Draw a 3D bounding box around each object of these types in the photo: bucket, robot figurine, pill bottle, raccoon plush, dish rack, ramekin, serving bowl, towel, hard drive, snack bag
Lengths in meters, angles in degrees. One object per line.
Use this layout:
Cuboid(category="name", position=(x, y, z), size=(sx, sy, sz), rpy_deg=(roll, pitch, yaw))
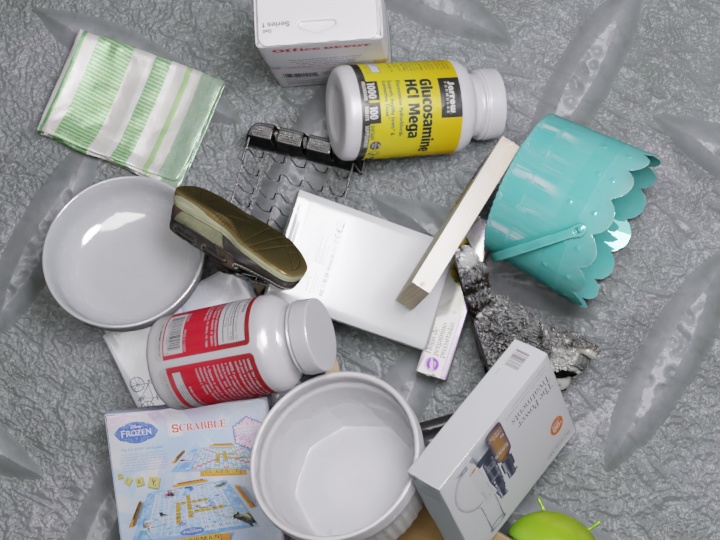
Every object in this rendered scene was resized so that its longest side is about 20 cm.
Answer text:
Cuboid(category="bucket", position=(0.240, -0.072, 1.609), size=(0.134, 0.207, 0.208), rpy_deg=(28, 87, 17))
Cuboid(category="robot figurine", position=(0.204, 0.367, 1.607), size=(0.175, 0.116, 0.201), rpy_deg=(20, 86, 18))
Cuboid(category="pill bottle", position=(0.066, -0.192, 1.661), size=(0.199, 0.112, 0.113), rpy_deg=(-6, 84, -15))
Cuboid(category="raccoon plush", position=(0.197, 0.054, 1.624), size=(0.134, 0.097, 0.201), rpy_deg=(-17, 118, 0))
Cuboid(category="dish rack", position=(-0.088, -0.075, 1.698), size=(0.153, 0.055, 0.201), rpy_deg=(14, 81, 4))
Cuboid(category="ramekin", position=(-0.015, 0.225, 1.588), size=(0.199, 0.105, 0.201), rpy_deg=(-8, 61, 15))
Cuboid(category="serving bowl", position=(-0.280, -0.012, 1.702), size=(0.199, 0.066, 0.201), rpy_deg=(-2, 65, 5))
Cuboid(category="towel", position=(-0.289, -0.203, 1.755), size=(0.199, 0.023, 0.153), rpy_deg=(22, 86, 7))
Cuboid(category="hard drive", position=(0.000, 0.000, 1.655), size=(0.199, 0.026, 0.132), rpy_deg=(19, 81, -11))
Cuboid(category="pill bottle", position=(-0.135, 0.090, 1.606), size=(0.199, 0.112, 0.113), rpy_deg=(-12, 83, 20))
Cuboid(category="snack bag", position=(-0.190, 0.112, 1.716), size=(0.199, 0.021, 0.189), rpy_deg=(-27, 82, 2))

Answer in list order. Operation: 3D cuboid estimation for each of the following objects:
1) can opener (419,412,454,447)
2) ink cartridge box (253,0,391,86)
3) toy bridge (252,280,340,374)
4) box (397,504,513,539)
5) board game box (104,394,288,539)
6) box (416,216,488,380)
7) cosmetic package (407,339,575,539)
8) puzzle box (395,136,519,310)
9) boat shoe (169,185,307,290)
Cuboid(category="can opener", position=(0.057, 0.224, 1.677), size=(0.199, 0.053, 0.067), rpy_deg=(-16, 115, 3))
Cuboid(category="ink cartridge box", position=(-0.040, -0.282, 1.651), size=(0.144, 0.200, 0.084), rpy_deg=(-4, 84, 4))
Cuboid(category="toy bridge", position=(-0.062, 0.084, 1.683), size=(0.027, 0.067, 0.200), rpy_deg=(-26, 80, -29))
Cuboid(category="box", position=(0.072, 0.364, 1.623), size=(0.163, 0.021, 0.200), rpy_deg=(27, 87, 43))
Cuboid(category="board game box", position=(-0.194, 0.256, 1.678), size=(0.199, 0.041, 0.200), rpy_deg=(-6, 93, 4))
Cuboid(category="box", position=(0.116, 0.033, 1.687), size=(0.039, 0.041, 0.201), rpy_deg=(18, 87, 8))
Cuboid(category="cosmetic package", position=(0.150, 0.200, 1.559), size=(0.052, 0.151, 0.200), rpy_deg=(25, 64, 37))
Cuboid(category="puzzle box", position=(0.110, -0.052, 1.603), size=(0.025, 0.133, 0.200), rpy_deg=(32, 79, 0))
Cuboid(category="boat shoe", position=(-0.144, -0.028, 1.623), size=(0.201, 0.072, 0.066), rpy_deg=(35, 119, 26))
